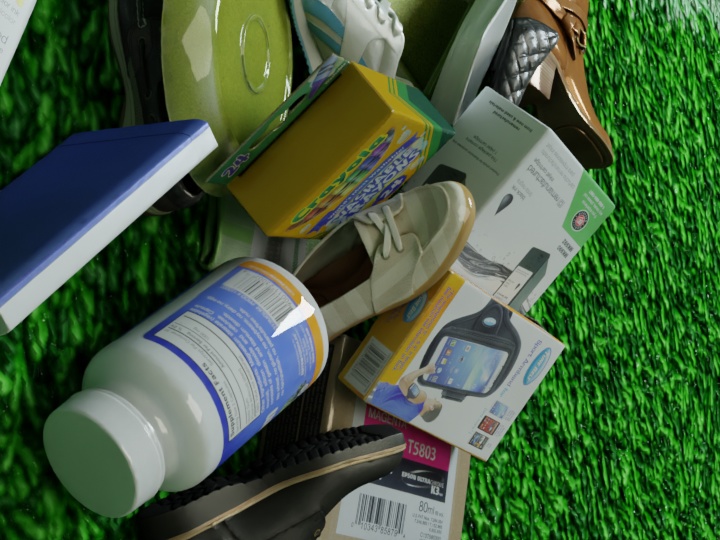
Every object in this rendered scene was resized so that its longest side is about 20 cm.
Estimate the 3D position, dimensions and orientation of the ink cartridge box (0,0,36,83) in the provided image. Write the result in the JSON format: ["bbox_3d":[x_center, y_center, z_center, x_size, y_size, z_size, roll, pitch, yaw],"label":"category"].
[{"bbox_3d":[-0.255,-0.221,0.843,0.144,0.084,0.201,39,57,-43],"label":"ink cartridge box"}]

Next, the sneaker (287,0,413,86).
[{"bbox_3d":[-0.013,-0.197,1.098,0.077,0.080,0.201,-106,178,-53],"label":"sneaker"}]

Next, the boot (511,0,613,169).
[{"bbox_3d":[0.208,-0.207,1.456,0.200,0.076,0.156,35,57,-37],"label":"boot"}]

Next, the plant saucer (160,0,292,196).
[{"bbox_3d":[-0.086,-0.153,1.004,0.200,0.031,0.201,1,90,-73],"label":"plant saucer"}]

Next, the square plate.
[{"bbox_3d":[0.090,-0.169,1.226,0.198,0.028,0.201,-61,173,-47],"label":"square plate"}]

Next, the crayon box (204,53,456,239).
[{"bbox_3d":[-0.015,-0.081,1.023,0.052,0.126,0.200,50,14,13],"label":"crayon box"}]

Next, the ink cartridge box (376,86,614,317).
[{"bbox_3d":[0.095,-0.024,1.170,0.200,0.084,0.146,-51,140,2],"label":"ink cartridge box"}]

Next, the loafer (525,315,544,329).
[{"bbox_3d":[0.122,0.069,1.320,0.199,0.071,0.073,7,83,-51],"label":"loafer"}]

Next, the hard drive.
[{"bbox_3d":[-0.194,-0.029,0.871,0.200,0.131,0.025,-48,125,-42],"label":"hard drive"}]

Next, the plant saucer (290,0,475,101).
[{"bbox_3d":[0.027,-0.232,1.210,0.200,0.048,0.200,52,47,-30],"label":"plant saucer"}]

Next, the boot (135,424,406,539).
[{"bbox_3d":[-0.047,0.203,1.033,0.199,0.077,0.139,-20,95,-10],"label":"boot"}]

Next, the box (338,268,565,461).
[{"bbox_3d":[0.083,0.076,1.135,0.200,0.041,0.119,31,95,-45],"label":"box"}]

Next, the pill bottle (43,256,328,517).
[{"bbox_3d":[-0.119,0.081,0.979,0.200,0.112,0.113,-39,118,-45],"label":"pill bottle"}]

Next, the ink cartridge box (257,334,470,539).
[{"bbox_3d":[0.008,0.152,1.168,0.200,0.075,0.166,23,72,-48],"label":"ink cartridge box"}]

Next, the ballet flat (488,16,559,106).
[{"bbox_3d":[0.138,-0.136,1.329,0.066,0.056,0.201,-110,-148,-81],"label":"ballet flat"}]

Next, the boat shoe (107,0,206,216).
[{"bbox_3d":[-0.133,-0.140,1.009,0.072,0.066,0.202,1,87,-51],"label":"boat shoe"}]

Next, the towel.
[{"bbox_3d":[-0.044,-0.052,1.147,0.200,0.031,0.150,16,75,-50],"label":"towel"}]

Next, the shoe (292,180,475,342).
[{"bbox_3d":[0.000,0.000,1.059,0.053,0.200,0.070,20,39,-53],"label":"shoe"}]
